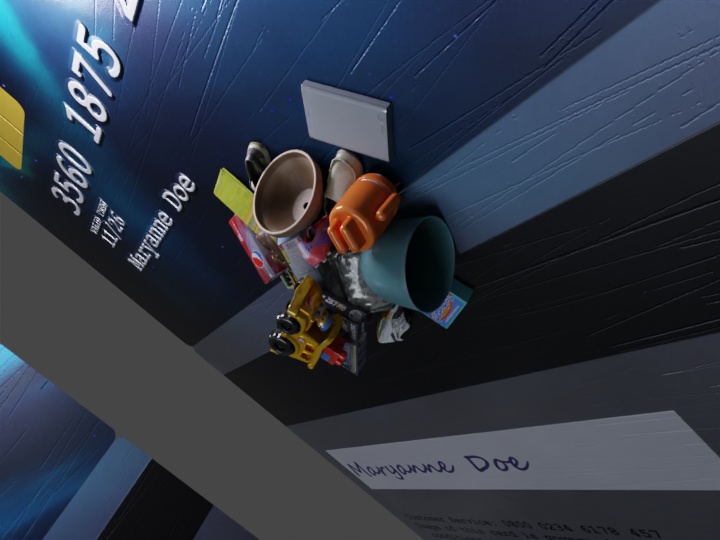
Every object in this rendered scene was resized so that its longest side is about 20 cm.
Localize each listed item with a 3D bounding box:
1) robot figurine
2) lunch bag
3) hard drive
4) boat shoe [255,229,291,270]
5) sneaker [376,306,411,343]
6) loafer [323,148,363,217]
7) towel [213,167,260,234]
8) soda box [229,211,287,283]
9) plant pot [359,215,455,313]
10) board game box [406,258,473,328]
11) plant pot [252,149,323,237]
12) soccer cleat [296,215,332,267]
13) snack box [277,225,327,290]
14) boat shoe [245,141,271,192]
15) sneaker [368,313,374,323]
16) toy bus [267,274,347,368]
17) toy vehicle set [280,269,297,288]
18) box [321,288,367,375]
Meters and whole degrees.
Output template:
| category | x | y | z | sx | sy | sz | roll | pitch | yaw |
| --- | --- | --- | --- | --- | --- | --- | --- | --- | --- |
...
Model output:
| category | x | y | z | sx | sy | sz | roll | pitch | yaw |
| --- | --- | --- | --- | --- | --- | --- | --- | --- | --- |
| robot figurine | 0.008 | -0.124 | 1.303 | 0.115 | 0.201 | 0.145 | 34 | 145 | 5 |
| lunch bag | 0.000 | 0.000 | 1.513 | 0.164 | 0.139 | 0.205 | 1 | 122 | 38 |
| hard drive | -0.025 | -0.304 | 1.262 | 0.195 | 0.027 | 0.134 | 22 | 146 | 21 |
| boat shoe | -0.204 | -0.051 | 1.641 | 0.066 | 0.074 | 0.201 | -23 | 136 | 16 |
| sneaker | 0.101 | 0.119 | 1.681 | 0.084 | 0.077 | 0.203 | 3 | 138 | -10 |
| loafer | -0.042 | -0.186 | 1.392 | 0.074 | 0.069 | 0.202 | 26 | 148 | 10 |
| towel | -0.312 | -0.177 | 1.627 | 0.199 | 0.018 | 0.087 | 42 | 123 | 16 |
| soda box | -0.277 | -0.073 | 1.696 | 0.070 | 0.063 | 0.204 | -34 | 86 | 50 |
| plant pot | 0.094 | -0.019 | 1.369 | 0.157 | 0.203 | 0.203 | 6 | 140 | 41 |
| board game box | 0.164 | 0.045 | 1.532 | 0.196 | 0.045 | 0.153 | 32 | 148 | 5 |
| plant pot | -0.150 | -0.166 | 1.433 | 0.196 | 0.208 | 0.092 | 4 | 167 | 38 |
| soccer cleat | -0.087 | -0.092 | 1.443 | 0.066 | 0.202 | 0.077 | -27 | 115 | 37 |
| snack box | -0.143 | -0.053 | 1.567 | 0.066 | 0.171 | 0.203 | -20 | 129 | 9 |
| boat shoe | -0.246 | -0.222 | 1.534 | 0.070 | 0.067 | 0.204 | 16 | 145 | 21 |
| sneaker | -0.026 | 0.095 | 1.690 | 0.069 | 0.077 | 0.202 | 8 | 143 | 36 |
| toy bus | -0.105 | 0.139 | 1.455 | 0.188 | 0.137 | 0.202 | 29 | 140 | 1 |
| toy vehicle set | -0.211 | -0.038 | 1.753 | 0.122 | 0.027 | 0.204 | -3 | 123 | 46 |
| box | -0.057 | 0.154 | 1.556 | 0.158 | 0.049 | 0.204 | 29 | 142 | 26 |
